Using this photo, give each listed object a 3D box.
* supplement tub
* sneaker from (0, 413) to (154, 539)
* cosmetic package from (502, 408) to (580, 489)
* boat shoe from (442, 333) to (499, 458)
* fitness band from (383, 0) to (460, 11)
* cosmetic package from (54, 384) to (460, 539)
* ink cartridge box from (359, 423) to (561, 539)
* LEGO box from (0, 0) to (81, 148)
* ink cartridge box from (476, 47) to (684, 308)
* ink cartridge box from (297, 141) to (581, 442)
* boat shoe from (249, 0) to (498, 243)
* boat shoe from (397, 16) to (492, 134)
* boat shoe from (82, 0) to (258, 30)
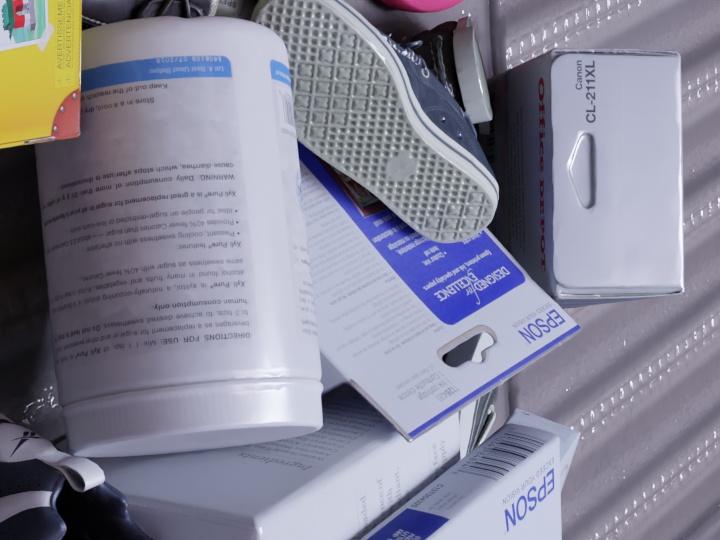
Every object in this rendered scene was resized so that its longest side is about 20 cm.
[{"bbox_3d":[-0.091,-0.015,1.282,0.132,0.132,0.201,8,75,-58],"label":"supplement tub"},{"bbox_3d":[-0.154,0.170,1.269,0.079,0.129,0.200,-13,109,-55],"label":"sneaker"},{"bbox_3d":[0.074,0.202,1.630,0.151,0.052,0.201,-37,146,-69],"label":"cosmetic package"},{"bbox_3d":[0.047,0.096,1.557,0.064,0.070,0.200,55,50,-47],"label":"boat shoe"},{"bbox_3d":[0.037,-0.251,1.552,0.144,0.037,0.201,-44,134,-48],"label":"fitness band"},{"bbox_3d":[-0.061,0.161,1.381,0.200,0.164,0.166,-27,119,-53],"label":"cosmetic package"},{"bbox_3d":[0.048,0.210,1.375,0.196,0.043,0.201,-34,125,-51],"label":"ink cartridge box"},{"bbox_3d":[-0.198,-0.152,1.168,0.149,0.077,0.201,-14,109,-56],"label":"LEGO box"},{"bbox_3d":[0.129,-0.051,1.589,0.200,0.082,0.146,170,-80,-78],"label":"ink cartridge box"},{"bbox_3d":[0.000,0.000,1.435,0.047,0.200,0.197,-47,168,35],"label":"ink cartridge box"},{"bbox_3d":[0.006,-0.092,1.408,0.200,0.074,0.062,43,27,-38],"label":"boat shoe"},{"bbox_3d":[0.044,-0.112,1.549,0.201,0.060,0.072,-29,107,-86],"label":"boat shoe"},{"bbox_3d":[-0.099,-0.149,1.340,0.200,0.065,0.074,-4,101,-57],"label":"boat shoe"}]
